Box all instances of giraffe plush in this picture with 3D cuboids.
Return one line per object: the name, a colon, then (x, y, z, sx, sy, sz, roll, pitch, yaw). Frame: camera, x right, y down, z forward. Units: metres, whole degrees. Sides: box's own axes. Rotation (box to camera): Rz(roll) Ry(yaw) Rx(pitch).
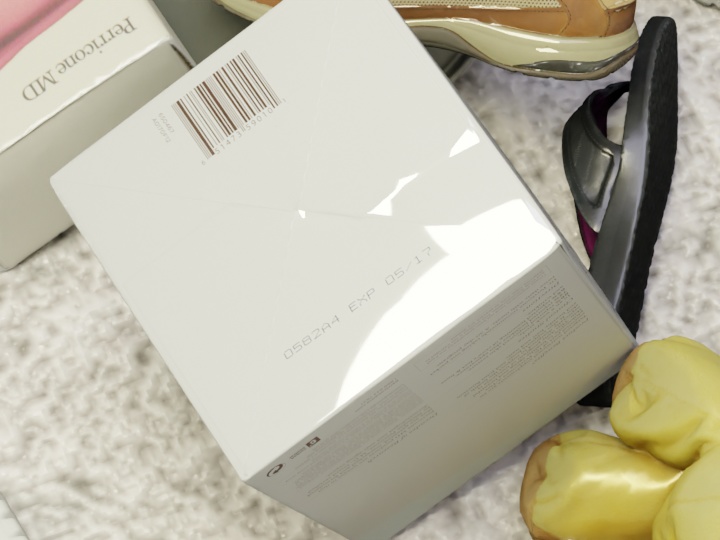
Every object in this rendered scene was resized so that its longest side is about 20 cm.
giraffe plush: (0.181, 0.125, 1.195, 0.162, 0.200, 0.173, 28, 49, -29)

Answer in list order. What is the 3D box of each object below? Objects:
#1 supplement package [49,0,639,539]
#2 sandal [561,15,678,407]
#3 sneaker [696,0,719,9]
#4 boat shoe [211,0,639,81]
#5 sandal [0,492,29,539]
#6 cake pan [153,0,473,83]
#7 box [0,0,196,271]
supplement package: (0.000, 0.000, 1.169, 0.152, 0.200, 0.151, -36, 71, 4)
sandal: (0.111, -0.035, 1.302, 0.048, 0.075, 0.201, 7, 61, 15)
sneaker: (0.129, -0.176, 1.366, 0.199, 0.087, 0.075, 1, 65, -6)
boat shoe: (0.027, -0.139, 1.247, 0.199, 0.074, 0.076, 9, 26, 3)
sandal: (-0.133, 0.155, 1.138, 0.050, 0.083, 0.203, -30, 32, -6)
cake pan: (-0.028, -0.158, 1.330, 0.199, 0.037, 0.201, -2, 73, 7)
box: (-0.172, -0.124, 1.266, 0.128, 0.109, 0.200, -35, 71, -1)
